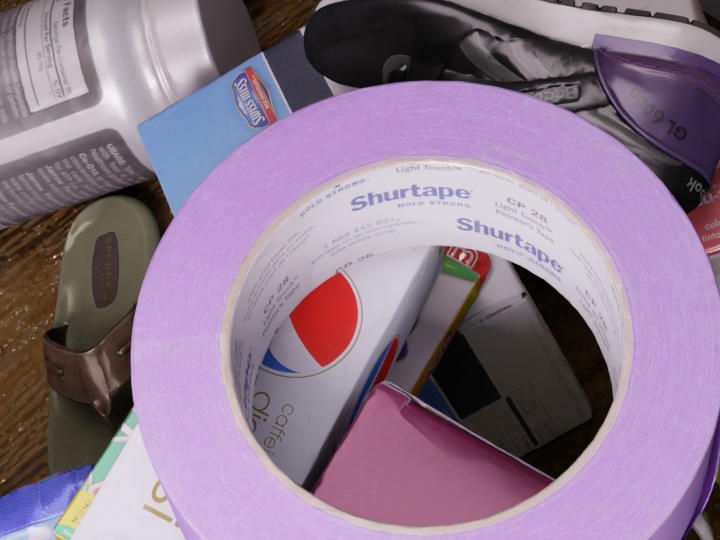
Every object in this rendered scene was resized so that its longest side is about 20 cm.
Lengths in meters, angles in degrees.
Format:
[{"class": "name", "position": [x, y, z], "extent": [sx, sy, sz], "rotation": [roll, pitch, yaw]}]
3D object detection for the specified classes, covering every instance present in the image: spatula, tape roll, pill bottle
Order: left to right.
[{"class": "pill bottle", "position": [-0.159, -0.096, 1.081], "extent": [0.199, 0.114, 0.114], "rotation": [-17, 56, 15]}, {"class": "tape roll", "position": [0.024, 0.036, 0.677], "extent": [0.198, 0.066, 0.201], "rotation": [-2, 62, 4]}, {"class": "spatula", "position": [0.133, 0.106, 0.776], "extent": [0.020, 0.200, 0.057], "rotation": [1, 56, 11]}]

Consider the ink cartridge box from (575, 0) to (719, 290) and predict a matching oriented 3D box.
[{"class": "ink cartridge box", "position": [0.144, -0.060, 0.917], "extent": [0.067, 0.117, 0.201], "rotation": [-18, 56, 13]}]

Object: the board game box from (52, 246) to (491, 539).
[{"class": "board game box", "position": [-0.031, 0.049, 0.799], "extent": [0.095, 0.030, 0.201], "rotation": [28, 67, 10]}]

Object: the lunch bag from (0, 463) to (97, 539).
[{"class": "lunch bag", "position": [-0.148, 0.147, 0.877], "extent": [0.150, 0.200, 0.095], "rotation": [-21, 54, 13]}]

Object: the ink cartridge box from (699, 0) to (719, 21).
[{"class": "ink cartridge box", "position": [0.179, -0.225, 0.934], "extent": [0.199, 0.145, 0.146], "rotation": [34, 77, 2]}]

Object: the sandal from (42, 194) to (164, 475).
[{"class": "sandal", "position": [-0.139, 0.042, 1.024], "extent": [0.079, 0.057, 0.202], "rotation": [-20, 55, 13]}]

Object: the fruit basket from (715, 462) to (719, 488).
[{"class": "fruit basket", "position": [0.218, 0.093, 0.786], "extent": [0.214, 0.156, 0.217], "rotation": [-3, 71, 8]}]

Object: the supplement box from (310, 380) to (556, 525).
[{"class": "supplement box", "position": [0.047, 0.142, 0.774], "extent": [0.130, 0.200, 0.104], "rotation": [29, 75, 17]}]

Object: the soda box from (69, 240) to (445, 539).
[{"class": "soda box", "position": [-0.039, 0.056, 0.748], "extent": [0.068, 0.064, 0.201], "rotation": [25, 70, 9]}]

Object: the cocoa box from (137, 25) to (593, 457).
[{"class": "cocoa box", "position": [0.000, 0.000, 0.936], "extent": [0.131, 0.134, 0.201], "rotation": [-30, 54, 4]}]

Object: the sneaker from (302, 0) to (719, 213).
[{"class": "sneaker", "position": [0.058, -0.070, 0.840], "extent": [0.199, 0.076, 0.088], "rotation": [10, 71, 24]}]
